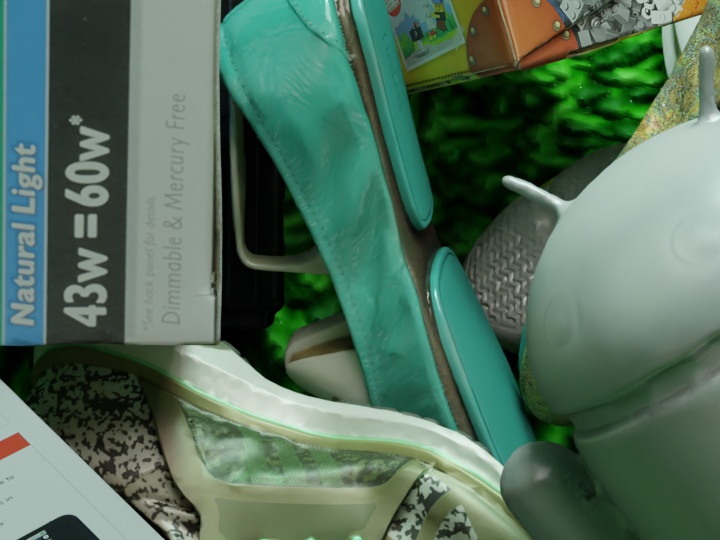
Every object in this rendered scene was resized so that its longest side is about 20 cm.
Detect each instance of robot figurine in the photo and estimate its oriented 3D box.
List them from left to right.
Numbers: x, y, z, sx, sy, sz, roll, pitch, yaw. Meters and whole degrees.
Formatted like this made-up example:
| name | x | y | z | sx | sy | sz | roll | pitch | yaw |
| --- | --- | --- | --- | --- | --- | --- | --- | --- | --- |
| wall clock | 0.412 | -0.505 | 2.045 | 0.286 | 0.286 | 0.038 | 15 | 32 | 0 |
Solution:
| name | x | y | z | sx | sy | sz | roll | pitch | yaw |
| --- | --- | --- | --- | --- | --- | --- | --- | --- | --- |
| robot figurine | 0.121 | 0.040 | 0.701 | 0.200 | 0.170 | 0.113 | 55 | 17 | -3 |

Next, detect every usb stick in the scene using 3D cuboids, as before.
| name | x | y | z | sx | sy | sz | roll | pitch | yaw |
| --- | --- | --- | --- | --- | --- | --- | --- | --- | --- |
| usb stick | -0.042 | -0.081 | 0.881 | 0.033 | 0.200 | 0.055 | -1 | 5 | -11 |

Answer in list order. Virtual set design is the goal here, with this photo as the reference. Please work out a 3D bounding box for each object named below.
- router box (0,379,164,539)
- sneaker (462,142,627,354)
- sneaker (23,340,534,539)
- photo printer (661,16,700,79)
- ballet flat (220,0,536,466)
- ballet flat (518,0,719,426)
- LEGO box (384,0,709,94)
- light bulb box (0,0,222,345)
| name | x | y | z | sx | sy | sz | roll | pitch | yaw |
| --- | --- | --- | --- | --- | --- | --- | --- | --- | --- |
| router box | -0.146 | 0.116 | 0.680 | 0.200 | 0.049 | 0.179 | -28 | 41 | -23 |
| sneaker | 0.138 | -0.006 | 0.943 | 0.200 | 0.105 | 0.076 | -19 | 63 | 4 |
| sneaker | -0.030 | 0.084 | 0.802 | 0.200 | 0.077 | 0.089 | 22 | 52 | 17 |
| photo printer | 0.220 | -0.089 | 1.045 | 0.200 | 0.069 | 0.166 | 17 | 42 | 1 |
| ballet flat | 0.000 | 0.000 | 0.850 | 0.070 | 0.200 | 0.067 | -16 | 13 | 16 |
| ballet flat | 0.118 | -0.030 | 0.841 | 0.071 | 0.200 | 0.071 | 28 | 6 | -3 |
| LEGO box | 0.045 | -0.111 | 0.927 | 0.149 | 0.200 | 0.077 | -19 | 96 | -32 |
| light bulb box | -0.110 | -0.095 | 0.808 | 0.125 | 0.198 | 0.200 | 0 | 16 | -9 |
